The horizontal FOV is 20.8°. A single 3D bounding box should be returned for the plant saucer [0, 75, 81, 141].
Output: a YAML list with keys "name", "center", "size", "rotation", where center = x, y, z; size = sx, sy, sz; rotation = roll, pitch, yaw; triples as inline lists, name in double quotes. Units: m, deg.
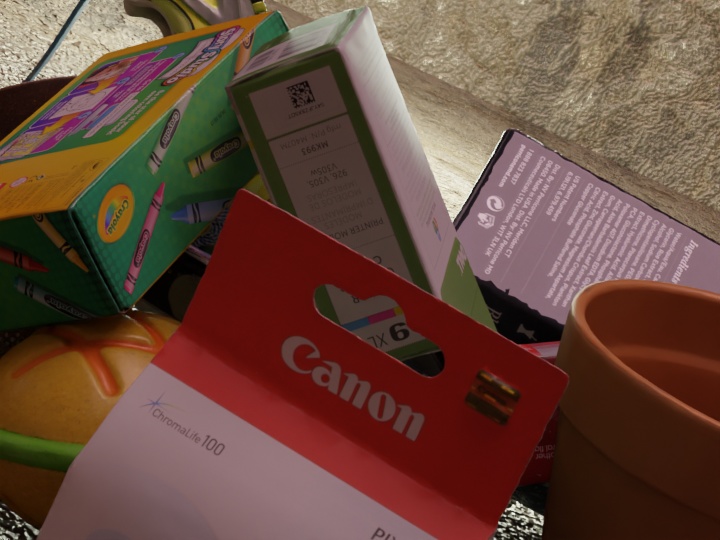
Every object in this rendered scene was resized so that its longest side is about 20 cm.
- name: "plant saucer"
  center: [-0.194, -0.044, 1.098]
  size: [0.200, 0.200, 0.034]
  rotation: [7, 57, -55]

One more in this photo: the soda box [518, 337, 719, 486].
- name: "soda box"
  center: [0.168, 0.067, 1.044]
  size: [0.200, 0.070, 0.063]
  rotation: [-5, 5, -5]

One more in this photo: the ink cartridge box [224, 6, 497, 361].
- name: "ink cartridge box"
  center: [0.007, -0.015, 0.923]
  size: [0.104, 0.059, 0.200]
  rotation: [-68, 137, -71]

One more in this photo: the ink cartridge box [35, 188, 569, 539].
- name: "ink cartridge box"
  center: [-0.032, 0.092, 0.772]
  size: [0.160, 0.200, 0.047]
  rotation: [30, 16, 17]

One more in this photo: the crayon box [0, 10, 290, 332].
- name: "crayon box"
  center: [-0.119, -0.049, 0.946]
  size: [0.119, 0.058, 0.200]
  rotation: [-8, 27, 35]

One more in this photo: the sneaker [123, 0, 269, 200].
- name: "sneaker"
  center: [-0.078, -0.094, 1.155]
  size: [0.075, 0.076, 0.200]
  rotation: [141, -72, -79]

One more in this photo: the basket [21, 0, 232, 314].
- name: "basket"
  center: [-0.130, -0.071, 1.248]
  size: [0.200, 0.176, 0.139]
  rotation: [42, 29, -2]

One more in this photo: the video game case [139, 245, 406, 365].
- name: "video game case"
  center: [-0.068, 0.020, 1.078]
  size: [0.181, 0.036, 0.200]
  rotation: [30, 0, 31]

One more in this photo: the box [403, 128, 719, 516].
- name: "box"
  center: [0.127, 0.050, 1.196]
  size: [0.200, 0.197, 0.117]
  rotation: [29, 57, 4]

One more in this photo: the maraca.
- name: "maraca"
  center: [-0.103, 0.070, 0.920]
  size: [0.137, 0.107, 0.200]
  rotation: [12, 8, 20]

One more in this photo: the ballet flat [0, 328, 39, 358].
- name: "ballet flat"
  center: [-0.170, 0.014, 1.111]
  size: [0.071, 0.065, 0.200]
  rotation: [21, 12, 2]

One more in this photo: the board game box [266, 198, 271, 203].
- name: "board game box"
  center: [-0.013, 0.044, 0.931]
  size: [0.096, 0.030, 0.200]
  rotation: [48, 15, -25]

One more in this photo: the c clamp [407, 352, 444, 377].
- name: "c clamp"
  center: [0.000, 0.000, 1.081]
  size: [0.171, 0.027, 0.200]
  rotation: [30, -17, 37]

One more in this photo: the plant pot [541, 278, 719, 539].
- name: "plant pot"
  center: [0.171, 0.109, 0.931]
  size: [0.200, 0.140, 0.200]
  rotation: [17, 20, -6]
